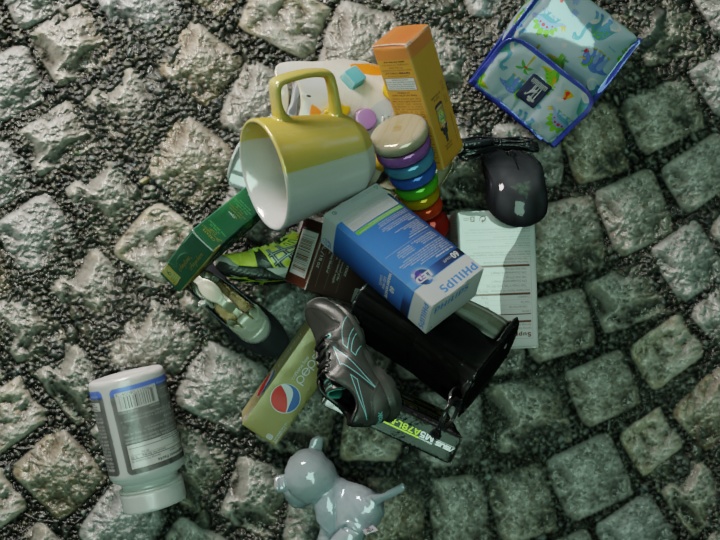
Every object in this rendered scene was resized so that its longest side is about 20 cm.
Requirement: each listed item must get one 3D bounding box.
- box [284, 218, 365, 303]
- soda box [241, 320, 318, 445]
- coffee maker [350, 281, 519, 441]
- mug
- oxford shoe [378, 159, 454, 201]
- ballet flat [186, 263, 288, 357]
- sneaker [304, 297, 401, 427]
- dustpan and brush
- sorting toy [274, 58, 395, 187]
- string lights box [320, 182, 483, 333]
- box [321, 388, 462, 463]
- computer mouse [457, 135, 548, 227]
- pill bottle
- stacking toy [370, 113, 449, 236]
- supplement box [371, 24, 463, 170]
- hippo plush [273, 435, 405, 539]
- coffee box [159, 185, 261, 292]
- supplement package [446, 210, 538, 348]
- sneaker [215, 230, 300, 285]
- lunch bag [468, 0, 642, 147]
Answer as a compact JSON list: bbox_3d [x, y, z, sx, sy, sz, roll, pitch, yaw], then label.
[{"bbox_3d":[0.000,0.000,1.330,0.199,0.075,0.101,16,93,-33],"label":"box"},{"bbox_3d":[-0.097,0.158,1.368,0.064,0.068,0.200,34,93,-11],"label":"soda box"},{"bbox_3d":[0.084,0.087,1.218,0.199,0.192,0.135,32,127,20],"label":"coffee maker"},{"bbox_3d":[-0.060,-0.155,1.211,0.152,0.187,0.150,-17,61,-25],"label":"mug"},{"bbox_3d":[0.062,-0.117,1.370,0.200,0.074,0.071,-40,89,-2],"label":"oxford shoe"},{"bbox_3d":[-0.192,0.061,1.371,0.200,0.073,0.073,43,90,-2],"label":"ballet flat"},{"bbox_3d":[-0.025,0.119,1.197,0.079,0.076,0.200,-19,60,-33],"label":"sneaker"},{"bbox_3d":[-0.112,-0.206,1.370,0.139,0.057,0.201,18,91,-2],"label":"dustpan and brush"},{"bbox_3d":[-0.048,-0.224,1.326,0.179,0.107,0.201,7,91,-22],"label":"sorting toy"},{"bbox_3d":[0.052,-0.020,1.194,0.103,0.059,0.200,-33,61,-31],"label":"string lights box"},{"bbox_3d":[0.041,0.200,1.319,0.199,0.193,0.048,25,90,-3],"label":"box"},{"bbox_3d":[0.216,-0.144,1.321,0.138,0.201,0.053,-3,134,-6],"label":"computer mouse"},{"bbox_3d":[-0.327,0.250,1.349,0.113,0.114,0.201,-12,92,-1],"label":"pill bottle"},{"bbox_3d":[0.083,-0.123,1.310,0.085,0.086,0.201,-25,129,-1],"label":"stacking toy"},{"bbox_3d":[0.085,-0.244,1.295,0.067,0.069,0.201,-48,129,-36],"label":"supplement box"},{"bbox_3d":[-0.056,0.348,1.330,0.160,0.200,0.160,35,68,6],"label":"hippo plush"},{"bbox_3d":[-0.190,-0.061,1.292,0.044,0.200,0.123,45,133,-3],"label":"coffee box"},{"bbox_3d":[0.194,0.013,1.356,0.117,0.117,0.201,-2,92,-4],"label":"supplement package"},{"bbox_3d":[-0.120,-0.019,1.373,0.199,0.075,0.077,0,82,-15],"label":"sneaker"},{"bbox_3d":[0.285,-0.311,1.355,0.170,0.127,0.200,37,103,-4],"label":"lunch bag"}]
